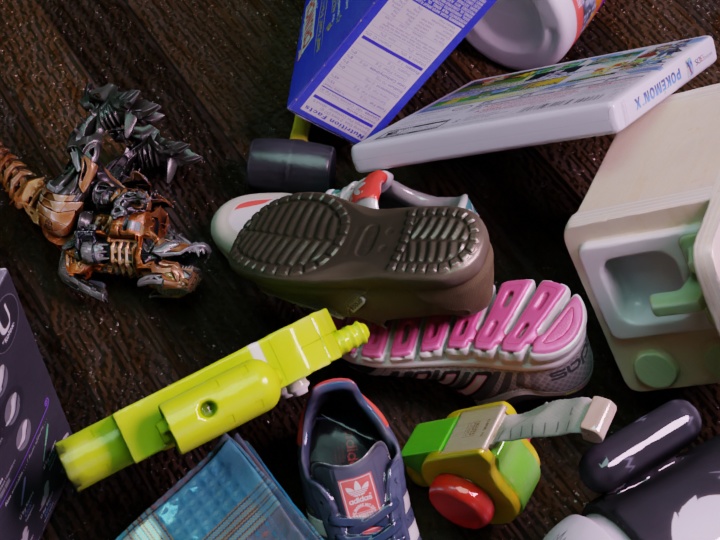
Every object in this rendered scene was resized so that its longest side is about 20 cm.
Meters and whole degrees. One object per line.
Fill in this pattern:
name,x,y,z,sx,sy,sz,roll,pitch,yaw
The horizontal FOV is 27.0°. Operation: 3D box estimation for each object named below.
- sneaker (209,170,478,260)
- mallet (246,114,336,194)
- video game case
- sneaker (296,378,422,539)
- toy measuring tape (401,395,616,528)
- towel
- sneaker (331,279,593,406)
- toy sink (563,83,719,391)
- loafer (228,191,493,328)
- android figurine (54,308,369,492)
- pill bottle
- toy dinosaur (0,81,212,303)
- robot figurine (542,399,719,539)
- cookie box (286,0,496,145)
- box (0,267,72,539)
sneaker,-0.010,-0.038,1.029,0.197,0.094,0.071,10,53,12
mallet,-0.050,-0.133,1.145,0.065,0.041,0.202,0,48,0
video game case,0.120,-0.113,1.023,0.198,0.022,0.182,-7,17,36
sneaker,0.003,0.154,0.883,0.074,0.085,0.202,-17,57,-10
toy measuring tape,0.093,0.112,0.875,0.073,0.199,0.075,8,75,-31
towel,-0.105,0.207,0.859,0.200,0.022,0.147,-42,58,-5
sneaker,0.065,0.053,0.971,0.198,0.088,0.074,0,51,34
toy sink,0.205,-0.008,0.926,0.111,0.131,0.201,-11,31,33
loafer,0.000,0.000,0.946,0.198,0.068,0.076,8,53,39
android figurine,-0.088,0.076,0.905,0.198,0.182,0.041,-25,88,-14
pill bottle,0.160,-0.260,1.177,0.110,0.112,0.201,25,58,21
toy dinosaur,-0.187,-0.055,1.061,0.198,0.102,0.137,29,79,2
robot figurine,0.189,0.168,0.836,0.198,0.126,0.151,-24,55,-15
cookie box,0.034,-0.216,1.086,0.075,0.200,0.173,27,42,-20
box,-0.256,0.086,0.883,0.121,0.201,0.107,11,54,12
